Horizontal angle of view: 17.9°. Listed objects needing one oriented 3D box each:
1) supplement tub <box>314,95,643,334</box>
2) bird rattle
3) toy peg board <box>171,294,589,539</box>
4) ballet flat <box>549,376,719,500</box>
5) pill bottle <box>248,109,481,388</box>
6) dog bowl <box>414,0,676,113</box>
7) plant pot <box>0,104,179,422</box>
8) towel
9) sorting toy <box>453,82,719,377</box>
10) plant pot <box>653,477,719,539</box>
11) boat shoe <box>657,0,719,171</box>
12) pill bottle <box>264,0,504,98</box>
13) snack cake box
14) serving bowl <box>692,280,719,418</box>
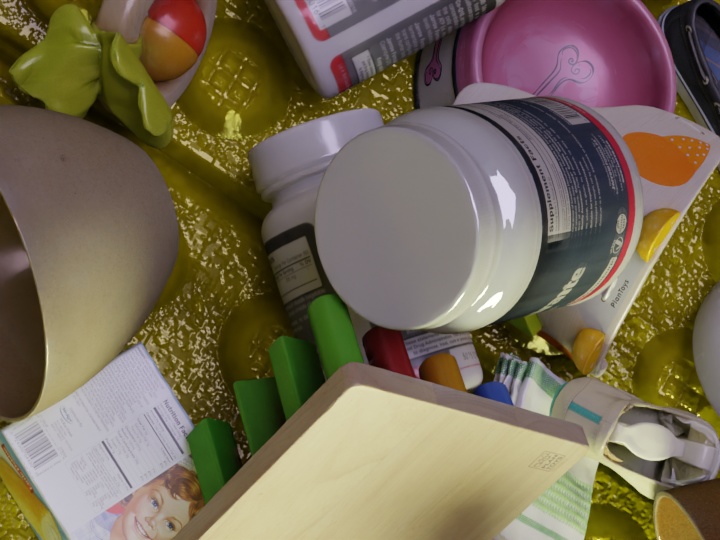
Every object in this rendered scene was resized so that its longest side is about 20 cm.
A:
[{"bbox_3d":[0.077,-0.036,1.448,0.199,0.140,0.141,-11,81,-53],"label":"supplement tub"},{"bbox_3d":[-0.146,-0.177,1.537,0.112,0.163,0.201,14,76,16],"label":"bird rattle"},{"bbox_3d":[0.002,0.113,1.460,0.198,0.200,0.098,17,41,-37],"label":"toy peg board"},{"bbox_3d":[0.210,0.125,1.601,0.199,0.069,0.070,20,69,-45],"label":"ballet flat"},{"bbox_3d":[0.000,0.000,1.559,0.113,0.114,0.201,-16,84,-23],"label":"pill bottle"},{"bbox_3d":[0.143,-0.134,1.673,0.199,0.074,0.202,5,76,-19],"label":"dog bowl"},{"bbox_3d":[-0.196,-0.021,1.462,0.134,0.200,0.201,-22,86,-32],"label":"plant pot"},{"bbox_3d":[0.123,0.172,1.578,0.149,0.031,0.201,32,64,-51],"label":"towel"},{"bbox_3d":[0.124,-0.037,1.592,0.179,0.201,0.107,31,28,11],"label":"sorting toy"},{"bbox_3d":[0.329,0.209,1.578,0.199,0.186,0.188,-18,85,-7],"label":"plant pot"},{"bbox_3d":[0.293,-0.118,1.734,0.069,0.057,0.200,-37,92,-24],"label":"boat shoe"},{"bbox_3d":[0.034,-0.214,1.597,0.199,0.114,0.114,-28,89,-3],"label":"pill bottle"},{"bbox_3d":[-0.144,0.164,1.502,0.115,0.067,0.201,-32,91,-25],"label":"snack cake box"},{"bbox_3d":[0.346,0.057,1.671,0.199,0.066,0.201,7,53,-10],"label":"serving bowl"}]
